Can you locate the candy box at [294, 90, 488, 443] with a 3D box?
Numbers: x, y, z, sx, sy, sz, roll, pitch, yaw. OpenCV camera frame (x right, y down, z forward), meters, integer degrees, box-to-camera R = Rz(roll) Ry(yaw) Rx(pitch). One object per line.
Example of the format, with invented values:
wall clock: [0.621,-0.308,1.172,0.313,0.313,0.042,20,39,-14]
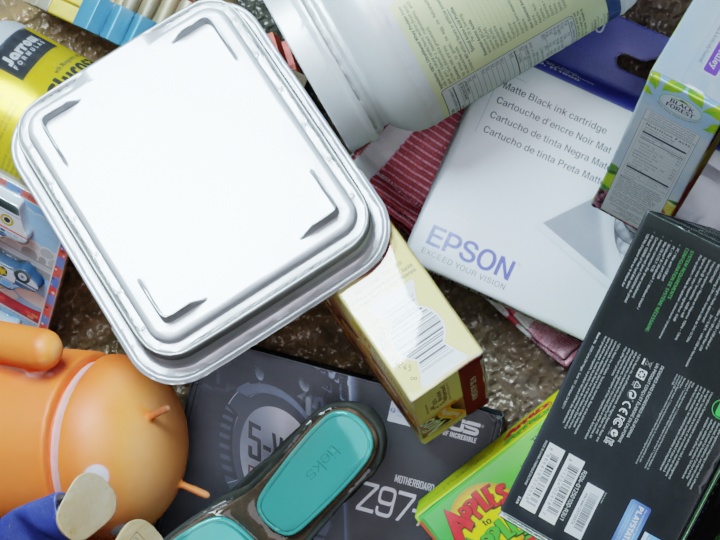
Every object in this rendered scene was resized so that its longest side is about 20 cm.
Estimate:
candy box: [0.000,0.000,1.158,0.055,0.116,0.200,-33,73,-6]

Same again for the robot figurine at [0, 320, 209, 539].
robot figurine: [-0.192,0.104,1.177,0.199,0.116,0.145,2,89,24]

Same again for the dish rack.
dish rack: [-0.097,-0.054,1.100,0.171,0.044,0.200,-32,72,-5]

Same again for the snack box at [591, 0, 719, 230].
snack box: [0.213,-0.133,1.116,0.053,0.142,0.200,29,61,7]

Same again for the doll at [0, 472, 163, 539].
doll: [-0.195,0.183,1.137,0.137,0.200,0.049,46,49,-14]

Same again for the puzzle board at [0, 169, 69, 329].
puzzle board: [-0.277,-0.031,1.198,0.199,0.151,0.017,28,48,3]

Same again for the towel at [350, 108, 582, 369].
towel: [0.105,-0.053,1.223,0.200,0.023,0.144,41,91,3]

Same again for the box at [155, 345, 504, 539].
box: [-0.022,0.143,1.218,0.199,0.044,0.161,15,91,4]

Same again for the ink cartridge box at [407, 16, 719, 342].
ink cartridge box: [0.154,-0.057,1.189,0.199,0.041,0.201,24,90,4]

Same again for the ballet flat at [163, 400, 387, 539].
ballet flat: [-0.059,0.157,1.164,0.200,0.068,0.068,-40,85,4]

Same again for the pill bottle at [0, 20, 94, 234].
pill bottle: [-0.203,-0.087,1.198,0.199,0.112,0.112,28,91,3]

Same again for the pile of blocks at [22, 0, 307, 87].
pile of blocks: [-0.116,-0.158,1.208,0.199,0.082,0.062,25,91,4]

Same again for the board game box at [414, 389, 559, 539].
board game box: [0.142,0.122,1.153,0.200,0.048,0.102,-39,91,8]

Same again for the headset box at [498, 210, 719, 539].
headset box: [0.174,0.069,1.027,0.092,0.200,0.175,28,97,18]

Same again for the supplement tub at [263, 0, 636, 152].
supplement tub: [0.049,-0.173,1.125,0.199,0.145,0.146,-30,88,2]
